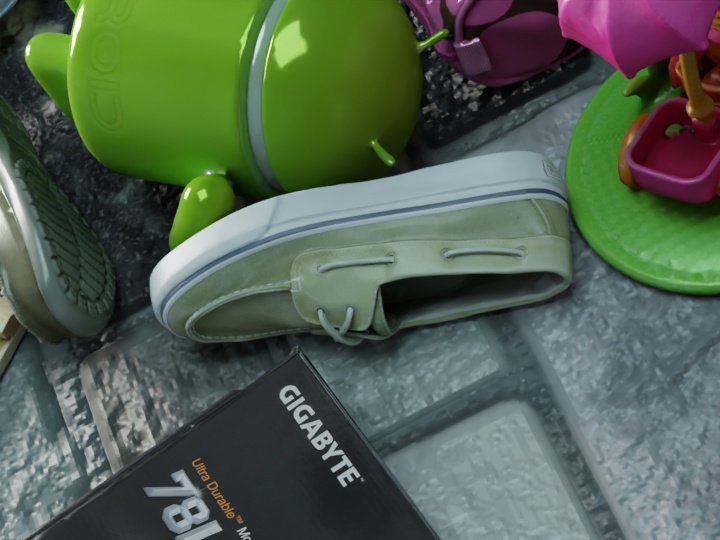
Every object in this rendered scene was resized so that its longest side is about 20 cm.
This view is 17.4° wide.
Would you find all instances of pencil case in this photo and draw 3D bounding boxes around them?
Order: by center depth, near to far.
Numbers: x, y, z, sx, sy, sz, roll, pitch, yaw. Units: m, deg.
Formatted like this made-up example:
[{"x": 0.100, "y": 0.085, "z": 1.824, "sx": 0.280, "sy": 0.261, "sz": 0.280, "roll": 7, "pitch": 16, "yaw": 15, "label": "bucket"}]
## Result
[{"x": 0.037, "y": -0.177, "z": 1.161, "sx": 0.093, "sy": 0.091, "sz": 0.200, "roll": -26, "pitch": 53, "yaw": -12, "label": "pencil case"}]

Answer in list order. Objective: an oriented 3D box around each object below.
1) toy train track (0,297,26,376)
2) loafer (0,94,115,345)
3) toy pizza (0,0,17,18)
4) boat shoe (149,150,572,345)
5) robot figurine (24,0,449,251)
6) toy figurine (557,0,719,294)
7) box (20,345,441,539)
[{"x": -0.215, "y": 0.093, "z": 1.111, "sx": 0.114, "sy": 0.033, "sz": 0.201, "roll": 12, "pitch": 62, "yaw": 28, "label": "toy train track"}, {"x": -0.183, "y": -0.026, "z": 1.164, "sx": 0.070, "sy": 0.075, "sz": 0.200, "roll": -41, "pitch": 47, "yaw": 6, "label": "loafer"}, {"x": -0.254, "y": -0.176, "z": 1.311, "sx": 0.199, "sy": 0.032, "sz": 0.201, "roll": -11, "pitch": 53, "yaw": 14, "label": "toy pizza"}, {"x": 0.000, "y": 0.000, "z": 1.066, "sx": 0.199, "sy": 0.072, "sz": 0.062, "roll": -17, "pitch": 58, "yaw": 9, "label": "boat shoe"}, {"x": -0.059, "y": -0.095, "z": 1.123, "sx": 0.199, "sy": 0.116, "sz": 0.176, "roll": 10, "pitch": 64, "yaw": 27, "label": "robot figurine"}, {"x": 0.152, "y": -0.121, "z": 1.015, "sx": 0.149, "sy": 0.184, "sz": 0.201, "roll": 20, "pitch": 66, "yaw": 31, "label": "toy figurine"}, {"x": -0.053, "y": 0.160, "z": 0.993, "sx": 0.198, "sy": 0.050, "sz": 0.200, "roll": -35, "pitch": 53, "yaw": -3, "label": "box"}]
